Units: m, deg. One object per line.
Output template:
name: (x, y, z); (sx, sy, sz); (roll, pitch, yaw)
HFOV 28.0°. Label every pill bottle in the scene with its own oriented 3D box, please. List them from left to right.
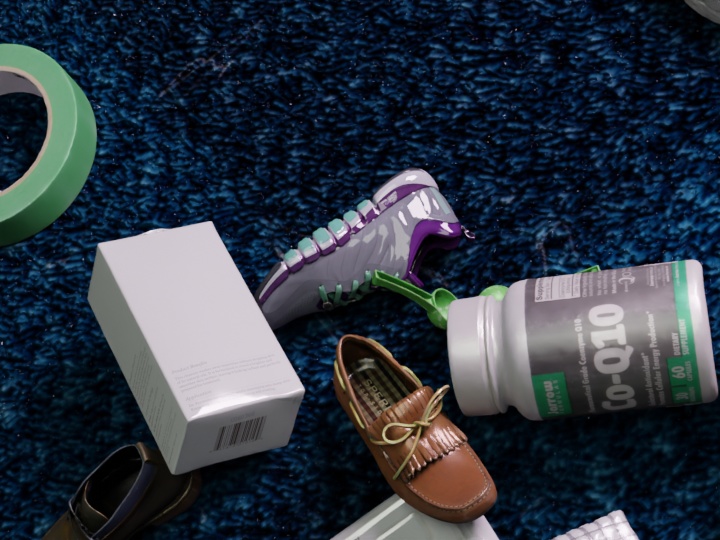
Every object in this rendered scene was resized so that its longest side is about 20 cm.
pill bottle: (0.175, 0.058, 1.138); (0.199, 0.113, 0.114); (-8, 67, 14)

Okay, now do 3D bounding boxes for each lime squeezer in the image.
lime squeezer: (0.099, 0.018, 1.208); (0.199, 0.071, 0.038); (-1, 39, -15)

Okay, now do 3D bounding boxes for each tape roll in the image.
tape roll: (-0.358, -0.123, 1.408); (0.200, 0.048, 0.201); (-6, 68, 14)

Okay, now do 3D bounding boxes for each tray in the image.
tray: (0.008, 0.239, 1.145); (0.200, 0.022, 0.108); (-36, 46, 4)

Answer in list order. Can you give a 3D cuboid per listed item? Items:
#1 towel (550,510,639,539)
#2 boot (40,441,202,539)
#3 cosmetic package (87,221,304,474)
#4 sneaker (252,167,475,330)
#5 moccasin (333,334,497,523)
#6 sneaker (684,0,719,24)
towel: (0.162, 0.297, 1.041); (0.165, 0.086, 0.201); (-18, 67, -19)
boot: (-0.233, 0.211, 1.207); (0.200, 0.097, 0.075); (-39, 63, -2)
cosmetic package: (-0.143, 0.061, 1.219); (0.112, 0.081, 0.200); (-11, 52, -28)
sneaker: (0.000, 0.000, 1.239); (0.200, 0.074, 0.088); (-39, 68, -2)
moccasin: (0.040, 0.122, 1.146); (0.073, 0.078, 0.202); (-26, 45, -9)
sneaker: (0.298, -0.291, 1.267); (0.082, 0.077, 0.200); (-41, 64, -9)
